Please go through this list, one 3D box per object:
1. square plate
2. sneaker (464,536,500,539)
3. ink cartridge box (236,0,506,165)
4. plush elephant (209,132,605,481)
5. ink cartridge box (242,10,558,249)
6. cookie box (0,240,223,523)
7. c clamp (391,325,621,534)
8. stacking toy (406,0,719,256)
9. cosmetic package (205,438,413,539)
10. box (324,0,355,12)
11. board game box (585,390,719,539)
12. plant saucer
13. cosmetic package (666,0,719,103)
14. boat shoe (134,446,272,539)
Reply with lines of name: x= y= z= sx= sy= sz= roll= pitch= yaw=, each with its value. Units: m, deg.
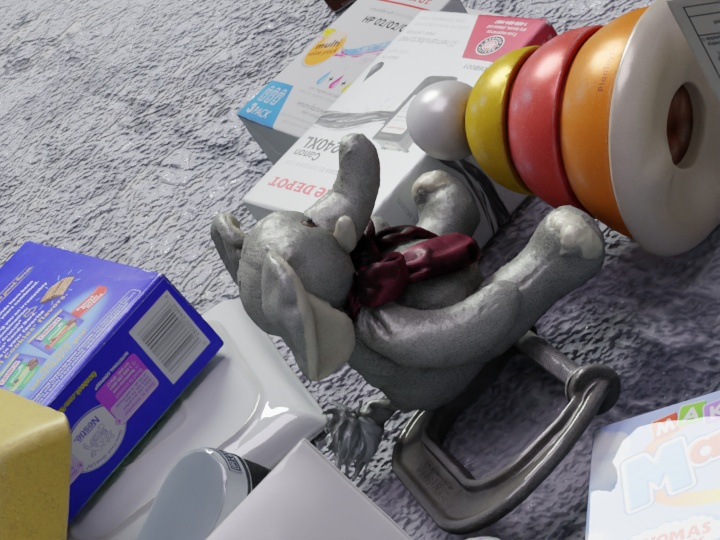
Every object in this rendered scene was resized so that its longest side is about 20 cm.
square plate: x=-0.133 y=0.111 z=1.141 sx=0.200 sy=0.028 sz=0.198 roll=-38 pitch=31 yaw=-2
sneaker: x=0.024 y=0.205 z=0.812 sx=0.200 sy=0.081 sz=0.088 roll=-46 pitch=9 yaw=-1
ink cartridge box: x=0.018 y=-0.151 z=1.302 sx=0.200 sy=0.068 sz=0.115 roll=-45 pitch=31 yaw=-13
plush elephant: x=0.000 y=0.000 z=0.969 sx=0.200 sy=0.155 sz=0.165 roll=-52 pitch=33 yaw=-2
ink cartridge box: x=0.039 y=-0.075 z=1.162 sx=0.200 sy=0.084 sz=0.145 roll=-48 pitch=32 yaw=-18
cookie box: x=-0.215 y=0.071 z=1.176 sx=0.171 sy=0.075 sz=0.200 roll=-50 pitch=33 yaw=-20
c clamp: x=0.085 y=0.063 z=0.954 sx=0.171 sy=0.027 sz=0.200 roll=-40 pitch=18 yaw=3
stacking toy: x=0.113 y=-0.090 z=1.019 sx=0.199 sy=0.146 sz=0.146 roll=8 pitch=51 yaw=37
cosmetic package: x=-0.065 y=0.192 z=0.861 sx=0.085 sy=0.108 sz=0.200 roll=41 pitch=77 yaw=18
box: x=-0.003 y=-0.321 z=1.555 sx=0.100 sy=0.075 sz=0.200 roll=-27 pitch=34 yaw=17
board game box: x=0.173 y=0.133 z=0.789 sx=0.151 sy=0.037 sz=0.201 roll=-21 pitch=33 yaw=27
plant saucer: x=-0.232 y=0.168 z=1.010 sx=0.200 sy=0.048 sz=0.201 roll=10 pitch=98 yaw=56
cosmetic package: x=0.245 y=-0.089 z=0.857 sx=0.103 sy=0.200 sz=0.087 roll=-2 pitch=43 yaw=42
boat shoe: x=-0.106 y=0.191 z=0.965 sx=0.073 sy=0.068 sz=0.200 roll=30 pitch=95 yaw=46
